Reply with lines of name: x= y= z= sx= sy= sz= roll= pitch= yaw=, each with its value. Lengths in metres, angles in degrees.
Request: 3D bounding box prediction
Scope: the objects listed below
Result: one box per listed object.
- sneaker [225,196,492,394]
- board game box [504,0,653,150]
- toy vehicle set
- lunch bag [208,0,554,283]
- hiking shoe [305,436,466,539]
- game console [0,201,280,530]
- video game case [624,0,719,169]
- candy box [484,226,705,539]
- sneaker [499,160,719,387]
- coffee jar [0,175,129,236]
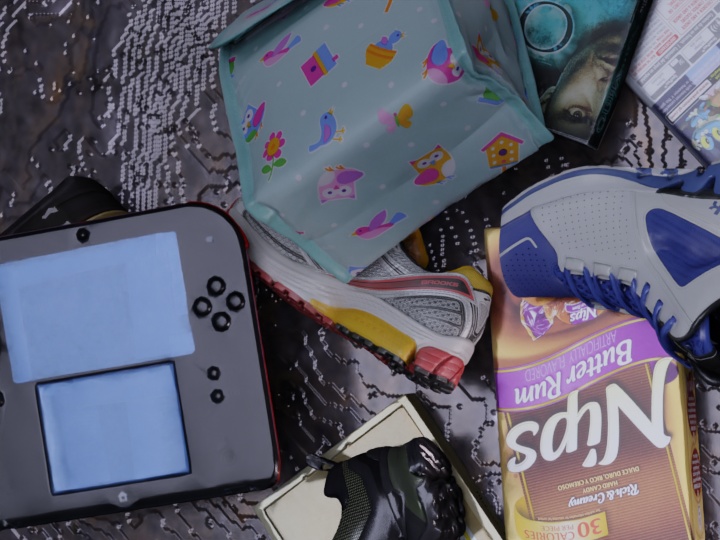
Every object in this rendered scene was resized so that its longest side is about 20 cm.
sneaker: x=0.000 y=0.000 z=1.435 sx=0.200 sy=0.078 sz=0.082 roll=29 pitch=83 yaw=31
board game box: x=0.078 y=-0.167 z=1.437 sx=0.199 sy=0.028 sz=0.136 roll=20 pitch=92 yaw=25
toy vehicle set: x=0.037 y=0.193 z=1.447 sx=0.124 sy=0.027 sz=0.200 roll=-36 pitch=78 yaw=12
lunch bag: x=0.005 y=-0.126 z=1.381 sx=0.170 sy=0.122 sz=0.201 roll=-33 pitch=46 yaw=22
hiking shoe: x=0.014 y=0.205 z=1.409 sx=0.100 sy=0.076 sz=0.201 roll=-9 pitch=76 yaw=24
game console: x=-0.154 y=0.058 z=1.418 sx=0.199 sy=0.031 sz=0.178 roll=-10 pitch=83 yaw=12
video game case: x=0.256 y=-0.157 z=1.404 sx=0.200 sy=0.023 sz=0.182 roll=-43 pitch=77 yaw=9
candy box: x=0.142 y=0.069 z=1.409 sx=0.116 sy=0.056 sz=0.201 roll=-5 pitch=87 yaw=15
sneaker: x=0.167 y=0.005 z=1.303 sx=0.198 sy=0.081 sz=0.116 roll=-8 pitch=55 yaw=27
coffee jar: x=-0.155 y=0.042 z=1.479 sx=0.104 sy=0.085 sz=0.200 roll=-39 pitch=78 yaw=10
